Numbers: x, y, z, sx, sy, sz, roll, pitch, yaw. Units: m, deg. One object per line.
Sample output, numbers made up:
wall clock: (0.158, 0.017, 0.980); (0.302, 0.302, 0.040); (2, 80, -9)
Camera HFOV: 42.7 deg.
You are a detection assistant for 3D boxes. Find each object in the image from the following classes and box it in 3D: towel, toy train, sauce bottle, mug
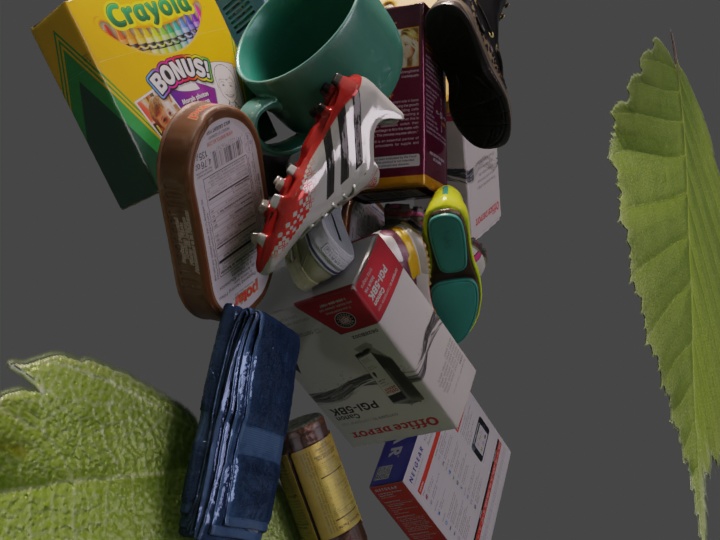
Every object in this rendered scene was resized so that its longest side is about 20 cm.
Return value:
towel: (-0.099, 0.139, 0.808); (0.112, 0.048, 0.204); (40, 54, -59)
toy train: (-0.080, -0.291, 1.052); (0.115, 0.086, 0.200); (59, 35, -8)
sauce bottle: (-0.032, 0.242, 0.890); (0.064, 0.064, 0.204); (-23, 96, -56)
mug: (-0.044, -0.200, 0.922); (0.114, 0.184, 0.153); (43, 14, -41)

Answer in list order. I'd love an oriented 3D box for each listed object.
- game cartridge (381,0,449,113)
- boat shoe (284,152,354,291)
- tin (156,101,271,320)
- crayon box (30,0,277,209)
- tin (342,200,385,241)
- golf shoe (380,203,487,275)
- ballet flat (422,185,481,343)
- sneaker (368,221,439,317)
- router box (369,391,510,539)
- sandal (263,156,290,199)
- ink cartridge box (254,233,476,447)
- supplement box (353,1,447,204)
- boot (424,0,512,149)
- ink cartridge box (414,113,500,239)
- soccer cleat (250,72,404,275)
game cartridge: (0.037, -0.280, 1.145); (0.033, 0.172, 0.204); (71, 18, -66)
boat shoe: (-0.056, -0.056, 0.923); (0.072, 0.062, 0.201); (47, 15, -30)
tin: (-0.127, -0.049, 0.831); (0.112, 0.041, 0.204); (-37, 130, -47)
crayon box: (-0.184, -0.174, 0.866); (0.200, 0.058, 0.175); (-39, 107, -55)
tin: (0.000, 0.000, 1.073); (0.111, 0.041, 0.203); (34, 49, -37)
golf shoe: (0.085, -0.013, 1.121); (0.198, 0.072, 0.094); (21, 78, -48)
ballet flat: (0.102, -0.008, 1.036); (0.068, 0.065, 0.203); (-87, 172, -50)
sneaker: (0.037, 0.052, 1.019); (0.089, 0.075, 0.204); (-22, 111, -21)
router box: (0.103, 0.235, 1.098); (0.181, 0.048, 0.201); (55, 37, -24)
sandal: (-0.054, -0.118, 1.041); (0.199, 0.045, 0.076); (-21, 92, -57)
ink cartridge box: (0.005, 0.079, 0.942); (0.201, 0.145, 0.083); (53, 40, -25)
supplement box: (0.035, -0.184, 1.035); (0.085, 0.108, 0.204); (13, 76, -66)
boot: (0.138, -0.258, 1.060); (0.201, 0.072, 0.152); (58, 38, -38)
ink cartridge box: (0.126, -0.152, 1.225); (0.145, 0.083, 0.204); (-35, 122, -60)
soccer cleat: (-0.030, -0.079, 0.828); (0.084, 0.068, 0.203); (28, 81, -16)
